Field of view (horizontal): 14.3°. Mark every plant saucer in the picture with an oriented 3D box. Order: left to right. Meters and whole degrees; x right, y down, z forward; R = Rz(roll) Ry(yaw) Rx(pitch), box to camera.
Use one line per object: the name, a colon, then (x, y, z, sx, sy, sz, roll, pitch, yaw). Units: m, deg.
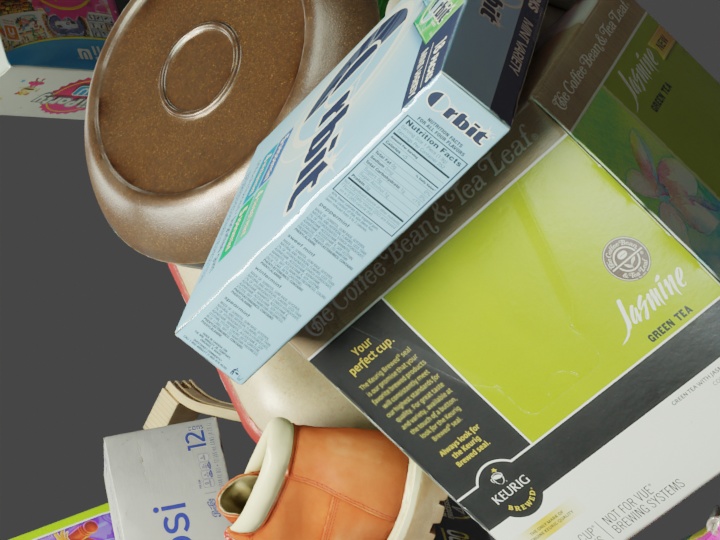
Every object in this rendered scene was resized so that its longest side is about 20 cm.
plant saucer: (-0.078, -0.102, 1.529, 0.200, 0.032, 0.201, -17, 60, 32)

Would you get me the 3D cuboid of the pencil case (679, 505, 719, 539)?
pencil case: (0.154, 0.173, 1.417, 0.200, 0.088, 0.089, -39, 64, 38)

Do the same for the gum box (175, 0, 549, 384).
gum box: (0.006, -0.062, 1.343, 0.045, 0.170, 0.200, 39, 124, -13)

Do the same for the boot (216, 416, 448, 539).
boot: (-0.032, 0.143, 1.527, 0.200, 0.107, 0.075, 116, 162, -48)

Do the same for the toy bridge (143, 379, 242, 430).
toy bridge: (-0.050, 0.126, 1.659, 0.200, 0.027, 0.067, 45, 119, 34)

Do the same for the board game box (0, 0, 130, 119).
board game box: (-0.199, -0.191, 1.721, 0.064, 0.147, 0.201, -32, 69, 38)

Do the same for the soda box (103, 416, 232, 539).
soda box: (-0.095, 0.188, 1.606, 0.063, 0.068, 0.201, 101, 157, -66)

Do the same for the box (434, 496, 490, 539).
box: (0.025, 0.237, 1.518, 0.161, 0.049, 0.201, -109, 35, -67)

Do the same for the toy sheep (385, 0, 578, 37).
toy sheep: (0.079, -0.134, 1.458, 0.138, 0.138, 0.200, 46, 124, 35)

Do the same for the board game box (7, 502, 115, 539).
board game box: (-0.129, 0.232, 1.658, 0.045, 0.134, 0.200, 96, 150, -57)

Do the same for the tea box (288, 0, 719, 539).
tea box: (0.105, 0.009, 1.371, 0.197, 0.134, 0.200, 44, 127, -8)

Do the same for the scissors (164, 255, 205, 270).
scissors: (0.000, 0.000, 1.528, 0.199, 0.014, 0.073, 20, 71, 8)

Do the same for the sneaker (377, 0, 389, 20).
sneaker: (0.004, -0.144, 1.562, 0.078, 0.085, 0.201, 15, 81, 40)

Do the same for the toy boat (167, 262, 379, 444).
toy boat: (-0.033, 0.028, 1.595, 0.200, 0.130, 0.131, 64, 159, 23)
